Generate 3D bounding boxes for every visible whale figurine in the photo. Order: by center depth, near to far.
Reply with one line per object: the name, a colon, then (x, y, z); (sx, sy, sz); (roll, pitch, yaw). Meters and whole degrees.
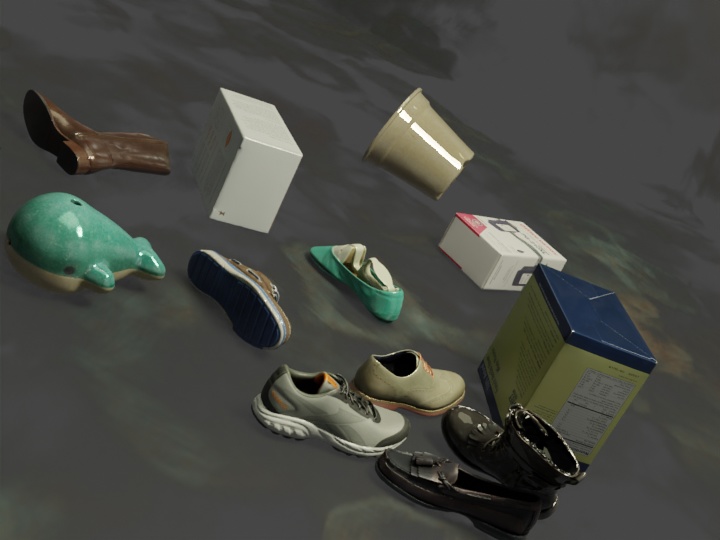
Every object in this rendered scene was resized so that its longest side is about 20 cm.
whale figurine: (-0.334, -0.037, 1.207); (0.199, 0.104, 0.159); (7, 29, -39)

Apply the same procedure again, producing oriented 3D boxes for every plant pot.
plant pot: (0.134, -0.254, 2.085); (0.183, 0.201, 0.200); (40, 24, 1)

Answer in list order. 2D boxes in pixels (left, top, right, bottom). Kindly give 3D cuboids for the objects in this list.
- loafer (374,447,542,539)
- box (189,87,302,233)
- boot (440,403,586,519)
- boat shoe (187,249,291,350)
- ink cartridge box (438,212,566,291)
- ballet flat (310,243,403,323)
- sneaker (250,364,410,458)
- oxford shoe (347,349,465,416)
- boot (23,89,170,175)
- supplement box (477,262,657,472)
loafer: (0.117, 0.248, 1.137); (0.199, 0.063, 0.072); (26, 24, -2)
box: (-0.193, -0.182, 1.601); (0.106, 0.153, 0.200); (14, 27, -28)
boot: (0.180, 0.202, 1.163); (0.200, 0.174, 0.069); (39, 67, 24)
boat shoe: (-0.147, 0.032, 1.301); (0.072, 0.072, 0.200); (0, 34, -49)
ink cartridge box: (0.273, -0.032, 1.865); (0.199, 0.085, 0.145); (4, 32, -42)
ballet flat: (0.000, 0.000, 1.527); (0.067, 0.071, 0.200); (-2, 36, -48)
sneaker: (-0.025, 0.164, 1.148); (0.199, 0.080, 0.074); (17, 23, -25)
oxford shoe: (0.076, 0.146, 1.295); (0.199, 0.074, 0.071); (3, 32, -43)
boot: (-0.413, -0.215, 1.549); (0.200, 0.064, 0.187); (-11, 56, -51)
supplement box: (0.282, 0.136, 1.373); (0.134, 0.200, 0.200); (21, 24, -13)
